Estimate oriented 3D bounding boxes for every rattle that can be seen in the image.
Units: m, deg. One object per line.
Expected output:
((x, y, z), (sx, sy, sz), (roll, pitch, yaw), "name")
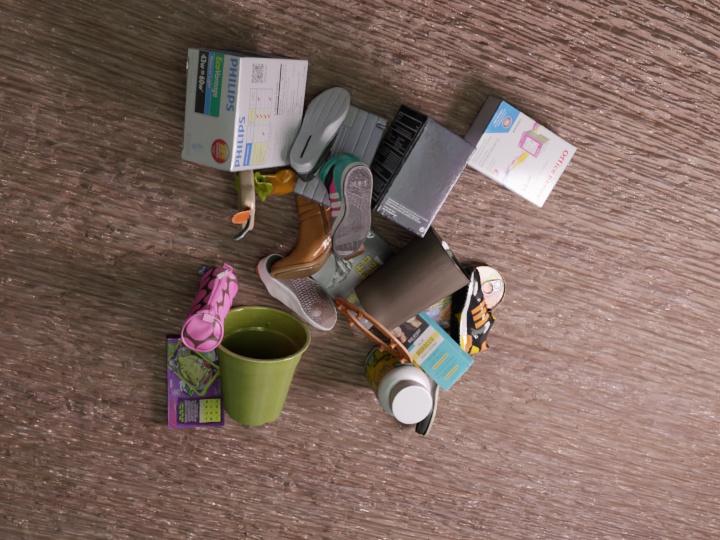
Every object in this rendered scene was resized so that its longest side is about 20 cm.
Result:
((-0.174, -0.123, 1.612), (0.142, 0.200, 0.131), (15, 104, -17), "rattle")

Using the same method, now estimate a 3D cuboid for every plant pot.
((-0.211, 0.204, 1.731), (0.199, 0.200, 0.191), (3, 118, -13), "plant pot")

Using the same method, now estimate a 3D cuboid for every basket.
((0.100, 0.024, 1.705), (0.200, 0.180, 0.136), (-36, 70, 9), "basket")

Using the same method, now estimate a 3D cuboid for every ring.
((0.022, 0.124, 1.712), (0.200, 0.200, 0.019), (45, 77, -21), "ring")

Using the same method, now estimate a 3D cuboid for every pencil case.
((-0.288, 0.069, 1.650), (0.090, 0.200, 0.094), (32, 115, -16), "pencil case")

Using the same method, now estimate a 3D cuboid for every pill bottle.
((0.081, 0.236, 1.785), (0.112, 0.200, 0.114), (-4, 109, -11), "pill bottle")

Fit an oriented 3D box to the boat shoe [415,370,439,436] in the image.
((0.143, 0.265, 1.880), (0.063, 0.074, 0.203), (8, 104, -5), "boat shoe")

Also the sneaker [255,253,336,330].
((-0.131, 0.044, 1.743), (0.200, 0.085, 0.073), (47, 63, -16), "sneaker")

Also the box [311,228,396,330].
((0.000, 0.000, 1.773), (0.158, 0.048, 0.200), (-44, 111, 3), "box")

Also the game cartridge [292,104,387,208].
((-0.041, -0.222, 1.663), (0.129, 0.038, 0.201), (22, 87, 4), "game cartridge")

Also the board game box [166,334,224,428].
((-0.342, 0.230, 1.781), (0.119, 0.032, 0.201), (-1, 107, -17), "board game box")

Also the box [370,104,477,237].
((0.101, -0.195, 1.651), (0.123, 0.200, 0.199), (27, 100, -19), "box")

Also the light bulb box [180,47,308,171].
((-0.207, -0.291, 1.538), (0.124, 0.200, 0.200), (16, 108, 29), "light bulb box")

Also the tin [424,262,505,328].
((0.214, 0.052, 1.844), (0.199, 0.042, 0.113), (-18, 114, -6), "tin")

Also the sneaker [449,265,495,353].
((0.244, 0.082, 1.810), (0.089, 0.070, 0.201), (-2, 113, -17), "sneaker")

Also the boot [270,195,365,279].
((-0.103, -0.077, 1.682), (0.199, 0.077, 0.156), (-22, 76, 0), "boot")

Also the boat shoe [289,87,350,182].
((-0.079, -0.256, 1.615), (0.072, 0.071, 0.201), (23, 66, 13), "boat shoe")

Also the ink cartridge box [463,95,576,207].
((0.317, -0.241, 1.748), (0.199, 0.085, 0.145), (27, 100, -20), "ink cartridge box")

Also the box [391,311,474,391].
((0.137, 0.150, 1.789), (0.200, 0.049, 0.082), (44, 104, 9), "box")

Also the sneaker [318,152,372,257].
((-0.034, -0.135, 1.604), (0.083, 0.121, 0.201), (-3, 126, -20), "sneaker")
